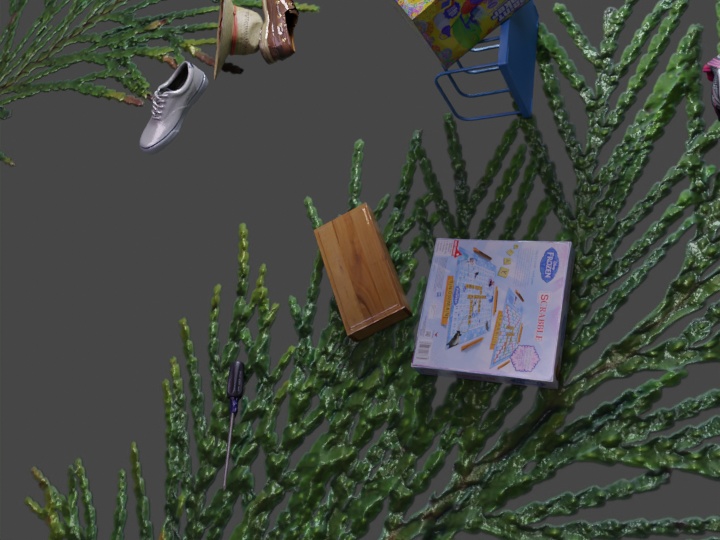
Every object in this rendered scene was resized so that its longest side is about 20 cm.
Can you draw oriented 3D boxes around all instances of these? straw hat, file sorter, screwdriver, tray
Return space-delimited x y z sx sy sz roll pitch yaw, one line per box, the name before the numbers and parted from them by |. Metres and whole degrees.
straw hat | -0.232 -0.464 1.455 0.085 0.201 0.202 6 63 -15
file sorter | 0.198 -0.354 1.175 0.122 0.139 0.201 -4 66 28
screwdriver | -0.197 0.237 1.157 0.028 0.029 0.201 -9 67 21
tray | 0.000 0.000 1.164 0.098 0.037 0.201 -27 59 12

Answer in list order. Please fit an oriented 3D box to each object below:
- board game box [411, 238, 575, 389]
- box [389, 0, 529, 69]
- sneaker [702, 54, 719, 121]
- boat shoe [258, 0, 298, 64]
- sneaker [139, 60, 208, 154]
board game box | 0.186 0.055 1.045 0.199 0.041 0.201 3 68 27
box | 0.138 -0.443 1.095 0.200 0.122 0.193 -38 53 11
sneaker | 0.512 -0.211 0.998 0.074 0.081 0.201 -17 52 34
boat shoe | -0.150 -0.493 1.449 0.067 0.072 0.201 -5 71 18
sneaker | -0.382 -0.325 1.477 0.073 0.071 0.200 23 78 32
